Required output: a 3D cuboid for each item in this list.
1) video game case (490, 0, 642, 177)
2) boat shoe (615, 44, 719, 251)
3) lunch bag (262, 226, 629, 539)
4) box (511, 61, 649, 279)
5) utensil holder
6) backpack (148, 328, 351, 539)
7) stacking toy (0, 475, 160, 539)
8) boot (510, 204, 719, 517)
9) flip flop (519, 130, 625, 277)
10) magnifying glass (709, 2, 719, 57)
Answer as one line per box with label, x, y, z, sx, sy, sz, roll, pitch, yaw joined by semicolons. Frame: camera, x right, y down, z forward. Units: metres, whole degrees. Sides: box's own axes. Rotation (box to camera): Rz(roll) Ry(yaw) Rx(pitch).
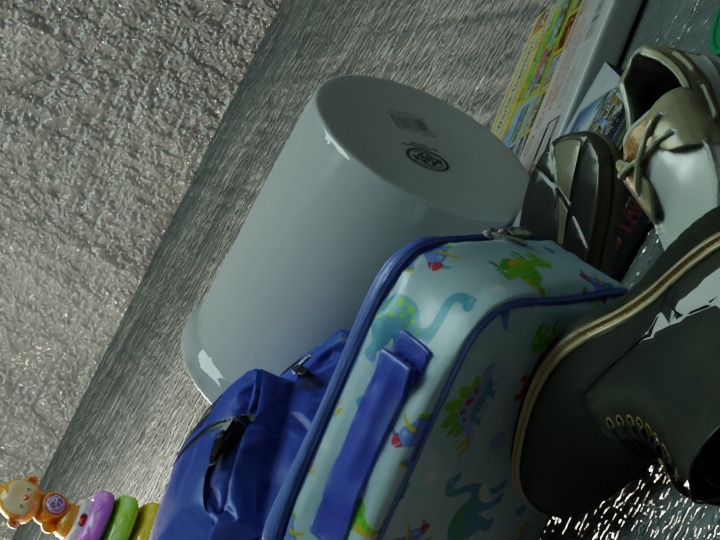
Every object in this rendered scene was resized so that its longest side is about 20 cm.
video game case;0.129;-0.112;1.647;0.200;0.023;0.182;-68;12;-17
boat shoe;0.163;-0.051;1.224;0.075;0.068;0.200;-58;12;26
lunch bag;0.043;0.077;1.208;0.161;0.082;0.200;-5;-56;-52
box;0.121;-0.016;1.416;0.200;0.038;0.137;-61;11;11
utensil holder;0.000;0.000;1.557;0.170;0.170;0.200;-83;19;-60
backpack;-0.024;0.131;1.420;0.162;0.168;0.200;-43;18;42
stacking toy;-0.194;0.214;1.902;0.116;0.200;0.110;-67;11;-22
boot;0.130;0.075;1.086;0.200;0.077;0.139;-57;18;35
flip flop;0.111;0.021;1.300;0.081;0.057;0.201;31;114;47
magnifying glass;0.248;-0.204;1.325;0.200;0.022;0.080;-64;11;6
